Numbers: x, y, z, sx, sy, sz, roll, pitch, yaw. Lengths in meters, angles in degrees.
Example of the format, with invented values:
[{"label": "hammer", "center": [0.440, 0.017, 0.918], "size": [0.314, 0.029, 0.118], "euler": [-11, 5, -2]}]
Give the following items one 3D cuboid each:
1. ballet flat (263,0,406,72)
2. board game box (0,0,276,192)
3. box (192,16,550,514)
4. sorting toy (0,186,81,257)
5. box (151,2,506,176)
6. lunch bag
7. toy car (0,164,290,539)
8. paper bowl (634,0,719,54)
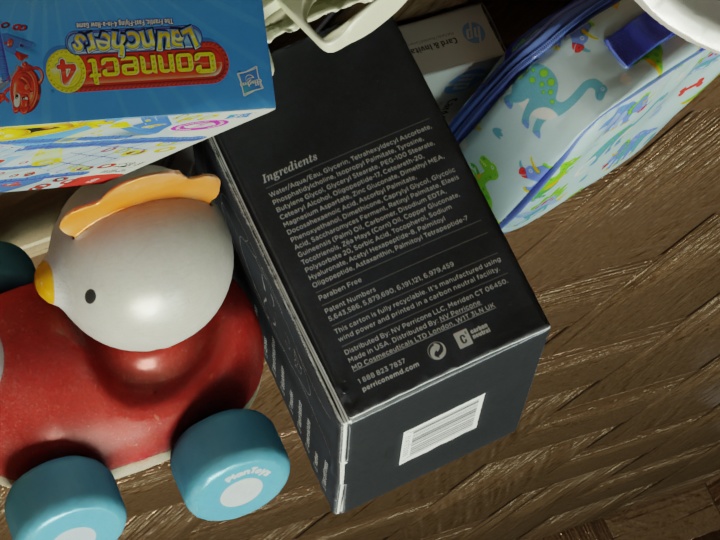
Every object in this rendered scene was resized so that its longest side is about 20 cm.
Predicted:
[{"label": "ballet flat", "center": [-0.040, -0.132, 1.108], "size": [0.199, 0.072, 0.072], "euler": [-25, 165, 3]}, {"label": "board game box", "center": [-0.168, -0.072, 0.971], "size": [0.195, 0.056, 0.200], "euler": [-7, 176, -29]}, {"label": "box", "center": [0.000, 0.000, 1.209], "size": [0.123, 0.198, 0.200], "euler": [-25, 164, -10]}, {"label": "sorting toy", "center": [-0.227, -0.032, 1.219], "size": [0.199, 0.037, 0.185], "euler": [-16, 163, -15]}, {"label": "box", "center": [-0.029, -0.084, 1.330], "size": [0.199, 0.041, 0.156], "euler": [-18, 163, -27]}, {"label": "lunch bag", "center": [0.146, -0.116, 1.342], "size": [0.200, 0.083, 0.161], "euler": [-33, 171, -36]}, {"label": "toy car", "center": [-0.132, 0.014, 1.155], "size": [0.176, 0.185, 0.201], "euler": [-14, 144, -17]}, {"label": "paper bowl", "center": [0.188, -0.200, 0.971], "size": [0.200, 0.201, 0.105], "euler": [-28, -152, 11]}]
